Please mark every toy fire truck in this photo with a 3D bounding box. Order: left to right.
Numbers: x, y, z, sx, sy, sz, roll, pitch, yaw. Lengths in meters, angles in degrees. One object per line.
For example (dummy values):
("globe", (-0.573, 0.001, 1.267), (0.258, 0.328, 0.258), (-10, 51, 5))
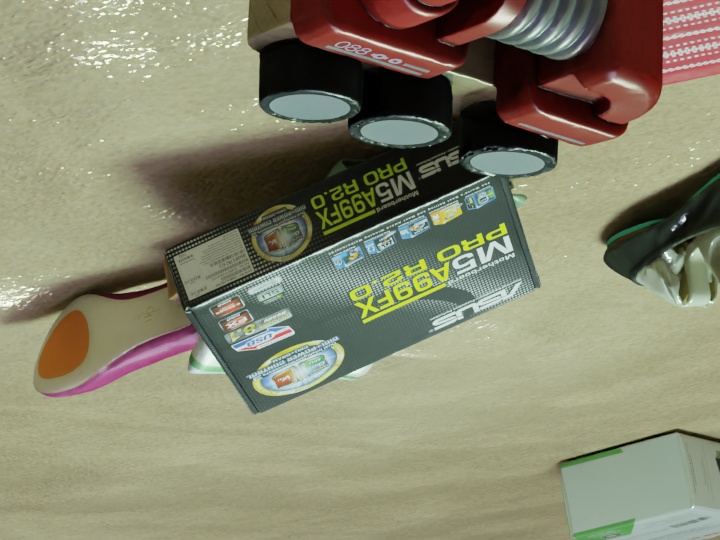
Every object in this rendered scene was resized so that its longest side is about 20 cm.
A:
("toy fire truck", (0.073, -0.132, 0.907), (0.175, 0.130, 0.199), (14, 162, -37))

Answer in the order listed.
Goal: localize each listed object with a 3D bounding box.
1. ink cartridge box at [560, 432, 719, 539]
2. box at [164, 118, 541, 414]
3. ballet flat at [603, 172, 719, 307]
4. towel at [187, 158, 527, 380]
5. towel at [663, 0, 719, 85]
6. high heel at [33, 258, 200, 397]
("ink cartridge box", (0.322, 0.236, 2.303), (0.145, 0.085, 0.200), (-18, 162, 29))
("box", (0.000, 0.000, 1.294), (0.199, 0.044, 0.160), (-23, 151, 1))
("ballet flat", (0.223, -0.016, 1.444), (0.067, 0.069, 0.200), (-2, 162, -25))
("towel", (-0.006, 0.005, 1.366), (0.152, 0.024, 0.200), (5, 141, -39))
("towel", (0.143, -0.135, 1.091), (0.143, 0.023, 0.200), (-11, 162, 14))
("high heel", (-0.129, 0.040, 1.442), (0.096, 0.068, 0.200), (21, 134, -41))
